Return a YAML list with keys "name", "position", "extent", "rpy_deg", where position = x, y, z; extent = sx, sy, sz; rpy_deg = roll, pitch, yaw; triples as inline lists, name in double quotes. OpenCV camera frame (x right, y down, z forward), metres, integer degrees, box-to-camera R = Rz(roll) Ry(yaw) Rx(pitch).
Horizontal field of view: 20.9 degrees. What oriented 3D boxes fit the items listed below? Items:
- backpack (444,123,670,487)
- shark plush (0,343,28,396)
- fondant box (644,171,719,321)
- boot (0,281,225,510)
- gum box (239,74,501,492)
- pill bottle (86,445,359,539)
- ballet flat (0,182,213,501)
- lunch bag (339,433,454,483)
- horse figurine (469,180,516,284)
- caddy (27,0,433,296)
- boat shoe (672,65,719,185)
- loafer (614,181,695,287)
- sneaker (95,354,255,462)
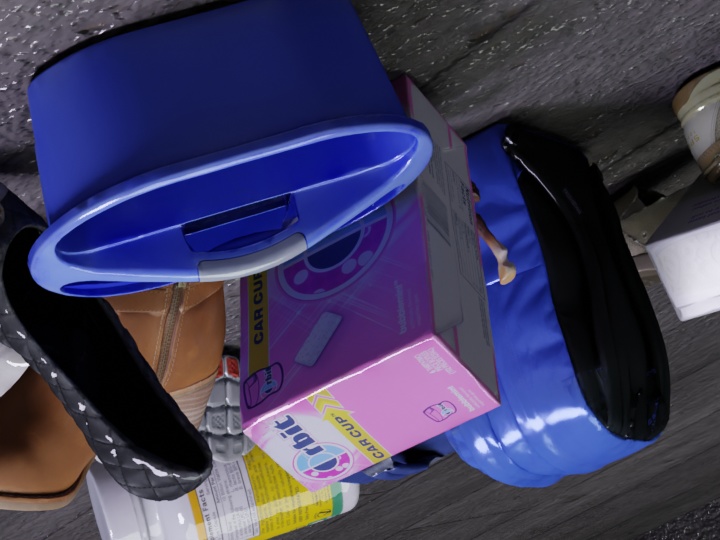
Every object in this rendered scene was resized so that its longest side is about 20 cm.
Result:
- name: "backpack"
  position: [0.098, 0.036, 1.216]
  extent: [0.167, 0.202, 0.162]
  rpy_deg: [-29, 162, 29]
- name: "shark plush"
  position: [-0.164, 0.010, 1.130]
  extent: [0.200, 0.091, 0.083]
  rpy_deg: [-42, -177, 2]
- name: "fondant box"
  position: [0.280, -0.053, 1.218]
  extent: [0.143, 0.059, 0.200]
  rpy_deg: [-19, -164, 36]
- name: "boot"
  position: [-0.144, 0.037, 1.025]
  extent: [0.199, 0.076, 0.157]
  rpy_deg: [-9, 120, -43]
- name: "gum box"
  position: [0.000, 0.000, 1.011]
  extent: [0.113, 0.201, 0.066]
  rpy_deg: [-27, 131, 22]
- name: "pill bottle"
  position: [-0.110, 0.165, 1.535]
  extent: [0.198, 0.114, 0.113]
  rpy_deg: [-16, 164, -15]
- name: "ballet flat"
  position: [-0.139, 0.028, 0.959]
  extent: [0.057, 0.201, 0.067]
  rpy_deg: [-21, -159, 46]
- name: "lunch bag"
  position: [0.015, 0.081, 1.382]
  extent: [0.135, 0.133, 0.200]
  rpy_deg: [-24, 164, 14]
- name: "horse figurine"
  position: [0.015, -0.011, 1.146]
  extent: [0.050, 0.133, 0.200]
  rpy_deg: [-15, 153, -41]
- name: "caddy"
  position: [-0.065, -0.047, 0.919]
  extent: [0.198, 0.106, 0.142]
  rpy_deg: [-17, 163, -11]
- name: "boat shoe"
  position: [0.295, -0.117, 1.202]
  extent: [0.199, 0.064, 0.073]
  rpy_deg: [-21, 164, 3]
- name: "loafer"
  position: [0.195, -0.024, 1.386]
  extent: [0.198, 0.069, 0.075]
  rpy_deg: [-11, 169, 32]
- name: "sneaker"
  position: [-0.148, 0.097, 1.391]
  extent: [0.081, 0.078, 0.199]
  rpy_deg: [2, 178, 35]
